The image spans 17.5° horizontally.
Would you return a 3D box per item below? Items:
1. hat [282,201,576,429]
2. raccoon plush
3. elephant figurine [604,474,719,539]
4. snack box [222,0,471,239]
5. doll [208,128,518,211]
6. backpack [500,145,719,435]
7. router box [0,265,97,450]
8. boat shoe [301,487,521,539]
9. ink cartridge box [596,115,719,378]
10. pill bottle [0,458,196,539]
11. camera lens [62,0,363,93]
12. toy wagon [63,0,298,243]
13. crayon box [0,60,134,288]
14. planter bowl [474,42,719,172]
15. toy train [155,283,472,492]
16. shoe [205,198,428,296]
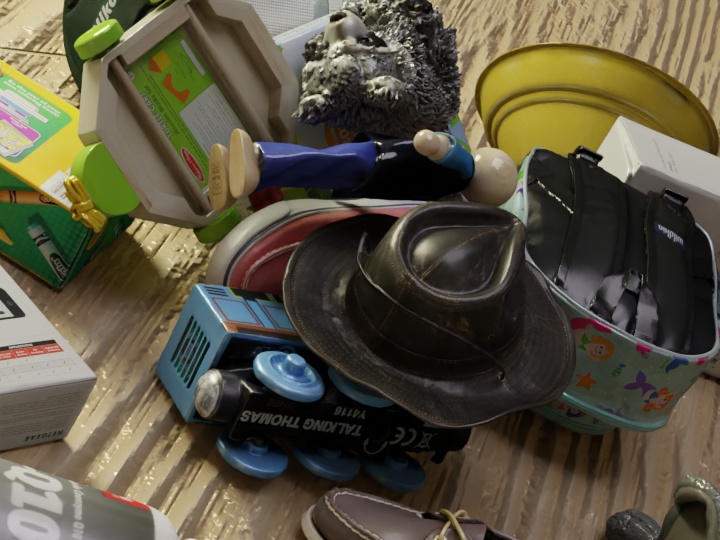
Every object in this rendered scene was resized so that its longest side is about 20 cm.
[{"bbox_3d":[0.055,0.004,1.435,0.201,0.081,0.201,15,36,-12],"label":"hat"},{"bbox_3d":[0.033,-0.095,1.541,0.200,0.097,0.134,47,26,-23],"label":"raccoon plush"},{"bbox_3d":[0.228,0.184,1.437,0.142,0.155,0.200,51,18,-51],"label":"elephant figurine"},{"bbox_3d":[-0.024,-0.099,1.628,0.200,0.053,0.142,-27,103,-37],"label":"snack box"},{"bbox_3d":[0.007,-0.063,1.485,0.200,0.136,0.048,-1,80,-22],"label":"doll"},{"bbox_3d":[0.159,0.025,1.635,0.178,0.151,0.200,27,24,-11],"label":"backpack"},{"bbox_3d":[-0.277,0.031,1.314,0.200,0.049,0.180,-7,46,-49],"label":"router box"},{"bbox_3d":[0.063,0.175,1.395,0.200,0.060,0.072,28,29,-5],"label":"boat shoe"},{"bbox_3d":[0.252,-0.011,1.790,0.200,0.145,0.085,21,29,-19],"label":"ink cartridge box"},{"bbox_3d":[-0.159,0.158,1.153,0.200,0.114,0.114,20,30,-19],"label":"pill bottle"},{"bbox_3d":[-0.103,-0.179,1.705,0.200,0.160,0.160,3,39,-42],"label":"camera lens"},{"bbox_3d":[-0.123,-0.093,1.491,0.200,0.040,0.155,-43,110,-33],"label":"toy wagon"},{"bbox_3d":[-0.243,-0.082,1.521,0.200,0.058,0.119,32,28,3],"label":"crayon box"},{"bbox_3d":[0.176,-0.086,1.854,0.200,0.200,0.083,25,61,-11],"label":"planter bowl"},{"bbox_3d":[-0.024,0.072,1.456,0.200,0.087,0.114,9,30,-34],"label":"toy train"},{"bbox_3d":[0.000,0.000,1.528,0.200,0.071,0.091,-12,35,-43],"label":"shoe"}]
